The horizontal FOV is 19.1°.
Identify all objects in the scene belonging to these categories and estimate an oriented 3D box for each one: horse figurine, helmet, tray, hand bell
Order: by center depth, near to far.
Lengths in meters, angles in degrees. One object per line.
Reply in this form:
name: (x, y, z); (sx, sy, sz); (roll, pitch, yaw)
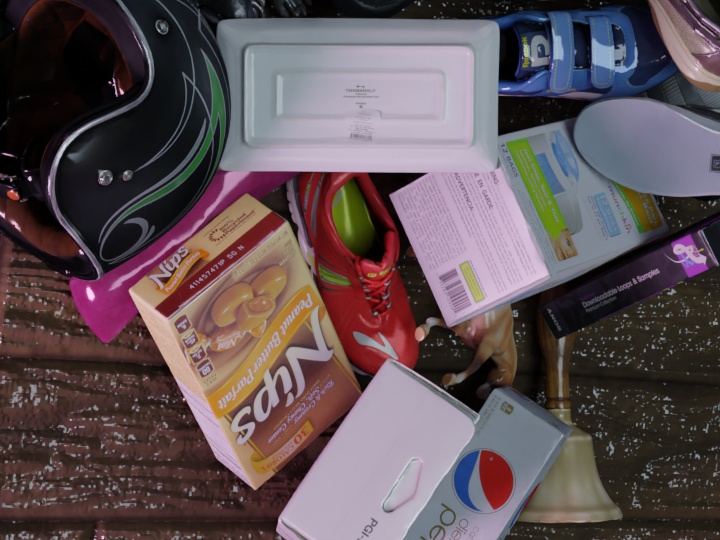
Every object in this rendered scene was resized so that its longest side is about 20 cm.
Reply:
helmet: (-0.180, -0.112, 1.437); (0.200, 0.200, 0.191); (45, 70, -29)
tray: (-0.001, -0.122, 1.490); (0.199, 0.022, 0.108); (0, 96, -2)
horse figurine: (0.085, 0.008, 1.676); (0.132, 0.050, 0.201); (-8, 91, -55)
hand bell: (0.162, 0.101, 1.745); (0.104, 0.104, 0.201); (1, 88, -30)

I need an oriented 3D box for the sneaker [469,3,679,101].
sneaker: (0.154, -0.165, 1.627); (0.199, 0.082, 0.074); (-6, 90, 6)

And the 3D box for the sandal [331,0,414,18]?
sandal: (0.041, -0.232, 1.609); (0.200, 0.048, 0.075); (-27, 76, -40)

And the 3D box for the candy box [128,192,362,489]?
candy box: (-0.080, 0.055, 1.567); (0.115, 0.055, 0.201); (-40, 136, -17)

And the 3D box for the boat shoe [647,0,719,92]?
boat shoe: (0.238, -0.232, 1.594); (0.073, 0.065, 0.201); (-22, 75, -37)

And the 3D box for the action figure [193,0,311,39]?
action figure: (-0.068, -0.160, 1.544); (0.199, 0.102, 0.119); (34, 94, -2)

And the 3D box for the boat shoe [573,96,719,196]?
boat shoe: (0.258, -0.094, 1.604); (0.199, 0.066, 0.070); (6, 106, 2)

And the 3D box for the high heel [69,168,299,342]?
high heel: (-0.118, -0.024, 1.553); (0.199, 0.067, 0.096); (-22, 100, -19)

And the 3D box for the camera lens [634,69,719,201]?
camera lens: (0.324, -0.160, 1.679); (0.159, 0.200, 0.161); (25, 51, -34)

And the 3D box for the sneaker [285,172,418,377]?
sneaker: (0.000, 0.000, 1.620); (0.077, 0.085, 0.201); (-30, 113, -21)

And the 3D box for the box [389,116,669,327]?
box: (0.131, -0.043, 1.613); (0.200, 0.101, 0.113); (-16, 81, -54)

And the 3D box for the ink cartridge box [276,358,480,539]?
ink cartridge box: (0.009, 0.154, 1.584); (0.083, 0.200, 0.147); (34, 81, 3)

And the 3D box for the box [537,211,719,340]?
box: (0.251, -0.010, 1.681); (0.143, 0.200, 0.036); (-26, 89, -38)

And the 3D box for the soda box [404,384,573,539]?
soda box: (0.085, 0.191, 1.682); (0.068, 0.064, 0.201); (33, 98, 11)
